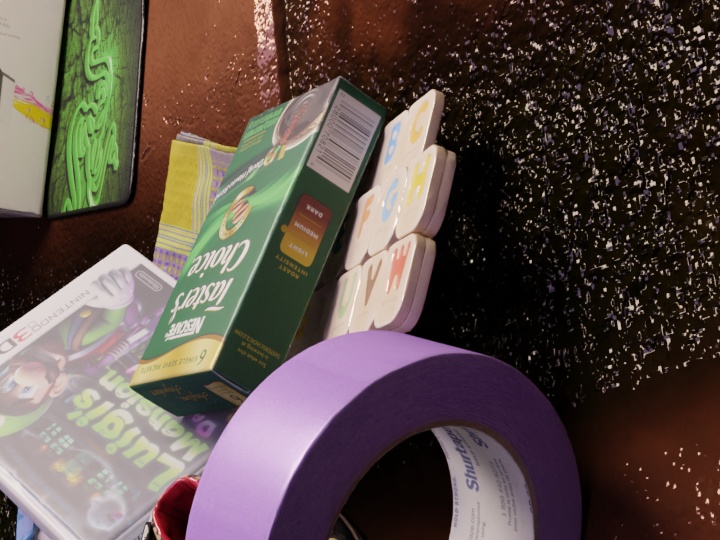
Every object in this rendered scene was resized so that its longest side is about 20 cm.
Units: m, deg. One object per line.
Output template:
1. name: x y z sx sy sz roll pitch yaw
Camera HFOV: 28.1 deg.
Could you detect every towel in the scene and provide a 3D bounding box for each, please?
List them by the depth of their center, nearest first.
1. towel: -0.115 0.005 1.018 0.143 0.023 0.203 22 100 50

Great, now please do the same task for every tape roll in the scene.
1. tape roll: 0.016 0.133 0.688 0.065 0.198 0.203 10 92 51

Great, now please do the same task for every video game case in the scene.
1. video game case: -0.159 0.080 0.923 0.199 0.181 0.024 33 148 34

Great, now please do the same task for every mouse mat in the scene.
1. mouse mat: -0.223 -0.148 1.195 0.160 0.007 0.203 -6 80 51

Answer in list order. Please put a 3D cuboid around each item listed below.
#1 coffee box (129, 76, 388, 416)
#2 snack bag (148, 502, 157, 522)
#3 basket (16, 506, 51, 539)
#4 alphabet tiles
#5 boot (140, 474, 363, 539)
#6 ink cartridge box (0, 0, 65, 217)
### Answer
1. coffee box: -0.062 -0.013 0.868 0.122 0.044 0.202 -13 50 58
2. snack bag: -0.121 0.254 0.834 0.021 0.189 0.202 12 64 14
3. basket: -0.190 0.182 0.972 0.197 0.139 0.179 4 86 23
4. alphabet tiles: 0.000 0.000 0.816 0.200 0.014 0.198 150 136 -67
5. boot: -0.054 0.160 0.790 0.073 0.151 0.201 -37 37 8
6. ink cartridge box: -0.356 -0.152 1.248 0.146 0.143 0.203 2 85 55
